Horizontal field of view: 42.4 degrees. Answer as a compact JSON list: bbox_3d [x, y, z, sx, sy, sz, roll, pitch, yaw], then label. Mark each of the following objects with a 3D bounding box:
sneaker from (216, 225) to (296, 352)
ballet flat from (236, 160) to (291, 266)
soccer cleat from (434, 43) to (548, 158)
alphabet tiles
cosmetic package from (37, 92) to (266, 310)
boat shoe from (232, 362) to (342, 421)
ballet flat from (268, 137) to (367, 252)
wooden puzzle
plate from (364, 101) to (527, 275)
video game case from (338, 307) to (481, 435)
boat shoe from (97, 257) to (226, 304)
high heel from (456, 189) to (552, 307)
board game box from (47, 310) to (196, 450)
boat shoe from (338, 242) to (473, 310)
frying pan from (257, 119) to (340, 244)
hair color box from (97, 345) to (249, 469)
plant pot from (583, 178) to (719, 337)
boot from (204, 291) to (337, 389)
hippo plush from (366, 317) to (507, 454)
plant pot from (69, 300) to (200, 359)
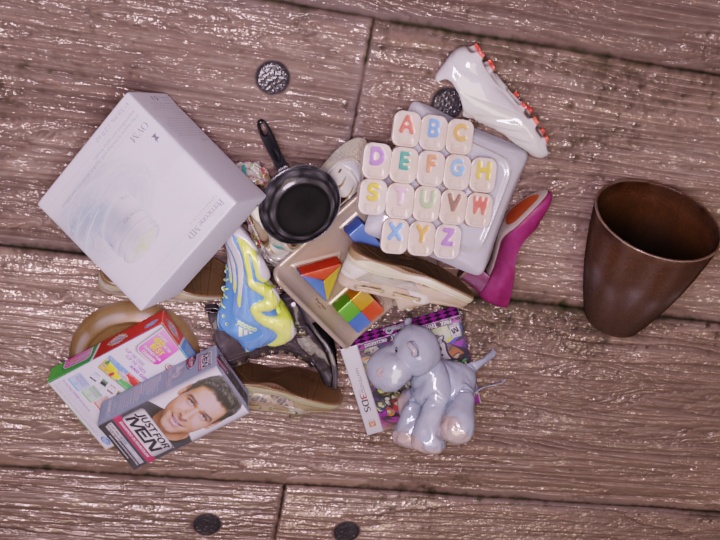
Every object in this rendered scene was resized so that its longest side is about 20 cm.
[{"bbox_3d":[-0.172,0.032,1.321,0.105,0.076,0.201,-27,106,-6],"label":"sneaker"},{"bbox_3d":[-0.133,-0.064,1.330,0.075,0.064,0.200,-25,119,6],"label":"ballet flat"},{"bbox_3d":[0.186,-0.225,1.293,0.078,0.069,0.200,-38,109,18],"label":"soccer cleat"},{"bbox_3d":[0.093,-0.117,1.283,0.199,0.015,0.197,6,95,-17],"label":"alphabet tiles"},{"bbox_3d":[-0.271,-0.092,1.218,0.200,0.123,0.199,44,106,2],"label":"cosmetic package"},{"bbox_3d":[-0.129,0.194,1.468,0.199,0.073,0.063,13,122,-3],"label":"boat shoe"},{"bbox_3d":[-0.045,-0.100,1.289,0.200,0.062,0.067,-49,124,-6],"label":"ballet flat"},{"bbox_3d":[0.000,0.000,1.360,0.200,0.046,0.185,-44,120,-1],"label":"wooden puzzle"},{"bbox_3d":[0.129,-0.113,1.322,0.199,0.032,0.200,20,92,-18],"label":"plate"},{"bbox_3d":[0.081,0.163,1.497,0.199,0.036,0.182,-16,120,0],"label":"video game case"},{"bbox_3d":[-0.281,0.015,1.355,0.199,0.072,0.065,4,154,-23],"label":"boat shoe"},{"bbox_3d":[0.241,-0.032,1.399,0.096,0.068,0.200,33,123,-14],"label":"high heel"},{"bbox_3d":[-0.343,0.169,1.405,0.199,0.040,0.153,-27,118,6],"label":"board game box"},{"bbox_3d":[0.065,0.021,1.323,0.199,0.072,0.065,17,111,-20],"label":"boat shoe"},{"bbox_3d":[-0.107,-0.109,1.256,0.115,0.190,0.031,-48,157,-5],"label":"frying pan"},{"bbox_3d":[-0.276,0.204,1.376,0.199,0.061,0.099,-27,118,6],"label":"hair color box"},{"bbox_3d":[0.412,-0.001,1.393,0.186,0.187,0.200,3,132,-10],"label":"plant pot"},{"bbox_3d":[-0.134,0.116,1.429,0.173,0.069,0.201,-20,110,4],"label":"boot"},{"bbox_3d":[0.100,0.167,1.390,0.200,0.159,0.161,-34,117,10],"label":"hippo plush"},{"bbox_3d":[-0.347,0.140,1.428,0.199,0.028,0.201,-4,119,-6],"label":"plant pot"}]
